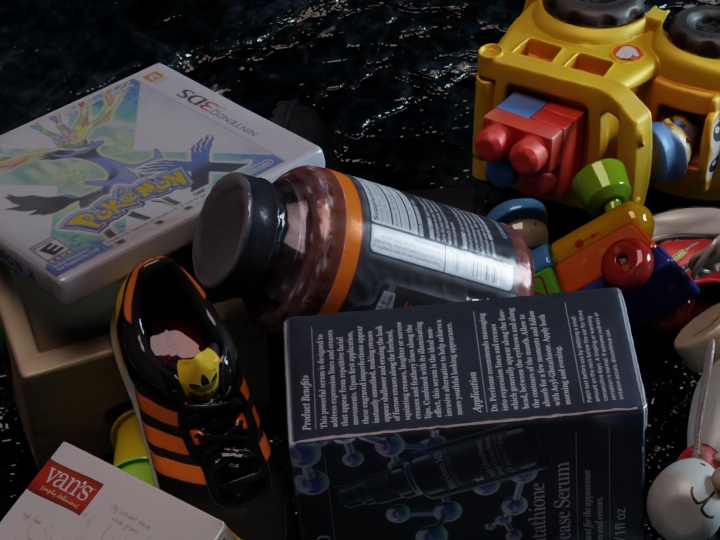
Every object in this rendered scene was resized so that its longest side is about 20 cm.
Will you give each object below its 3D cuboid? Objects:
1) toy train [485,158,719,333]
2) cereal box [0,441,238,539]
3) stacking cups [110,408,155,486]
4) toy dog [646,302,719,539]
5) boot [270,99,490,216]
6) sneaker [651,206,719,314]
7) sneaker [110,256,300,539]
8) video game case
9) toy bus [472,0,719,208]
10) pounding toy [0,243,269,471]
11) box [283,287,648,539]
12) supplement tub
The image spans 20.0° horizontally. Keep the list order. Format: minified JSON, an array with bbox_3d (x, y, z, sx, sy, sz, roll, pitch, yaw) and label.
[{"bbox_3d":[0.172,-0.024,1.295,0.199,0.085,0.116,-30,54,17],"label":"toy train"},{"bbox_3d":[-0.172,0.202,1.125,0.143,0.040,0.201,19,65,39],"label":"cereal box"},{"bbox_3d":[-0.125,0.173,1.199,0.060,0.061,0.201,-4,44,3],"label":"stacking cups"},{"bbox_3d":[0.231,0.084,1.179,0.096,0.132,0.201,-37,27,33],"label":"toy dog"},{"bbox_3d":[0.011,-0.041,1.417,0.161,0.074,0.199,-2,47,8],"label":"boot"},{"bbox_3d":[0.273,0.002,1.349,0.198,0.077,0.086,-10,60,-3],"label":"sneaker"},{"bbox_3d":[-0.091,0.086,1.171,0.069,0.090,0.201,-21,74,-15],"label":"sneaker"},{"bbox_3d":[-0.153,-0.060,1.284,0.199,0.022,0.182,-29,39,-29],"label":"video game case"},{"bbox_3d":[0.168,-0.100,1.394,0.199,0.137,0.192,18,35,24],"label":"toy bus"},{"bbox_3d":[-0.181,0.030,1.332,0.198,0.143,0.185,-16,51,-13],"label":"pounding toy"},{"bbox_3d":[0.060,0.106,1.177,0.198,0.149,0.108,-6,40,1],"label":"box"},{"bbox_3d":[0.000,0.000,1.235,0.199,0.107,0.107,15,31,-29],"label":"supplement tub"}]
